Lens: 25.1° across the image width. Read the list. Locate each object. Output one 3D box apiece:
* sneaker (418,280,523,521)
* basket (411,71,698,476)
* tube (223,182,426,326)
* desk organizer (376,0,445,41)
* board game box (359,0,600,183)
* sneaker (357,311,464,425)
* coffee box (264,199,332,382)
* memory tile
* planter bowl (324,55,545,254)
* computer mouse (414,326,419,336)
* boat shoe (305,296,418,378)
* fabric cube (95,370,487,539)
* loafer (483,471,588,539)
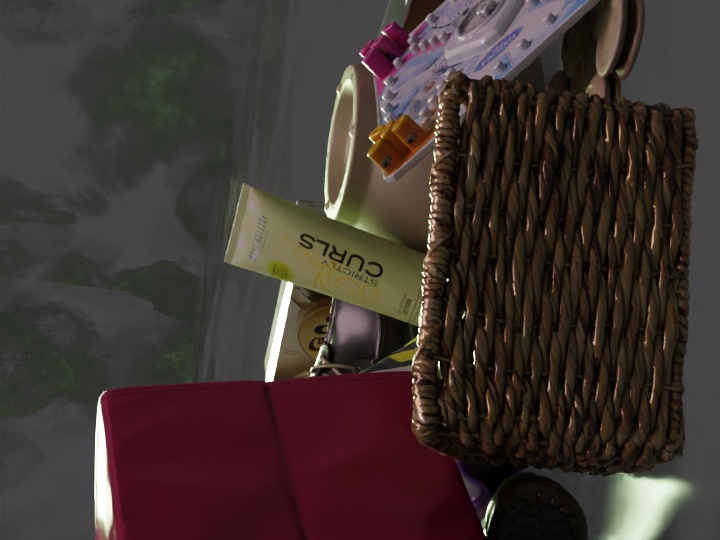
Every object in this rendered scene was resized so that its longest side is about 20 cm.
[{"bbox_3d":[0.085,0.079,1.087,0.088,0.080,0.202,-21,59,63],"label":"sneaker"},{"bbox_3d":[0.090,0.007,0.889,0.143,0.148,0.202,142,133,-75],"label":"basket"},{"bbox_3d":[0.000,0.000,1.171,0.052,0.199,0.058,58,-127,-89],"label":"tube"},{"bbox_3d":[0.065,-0.210,1.354,0.201,0.076,0.072,110,164,-50],"label":"desk organizer"},{"bbox_3d":[0.078,-0.168,1.054,0.200,0.026,0.200,-41,22,18],"label":"board game box"},{"bbox_3d":[0.051,0.074,1.019,0.075,0.199,0.085,63,-173,-9],"label":"sneaker"},{"bbox_3d":[-0.023,0.041,1.580,0.080,0.112,0.201,-99,18,-56],"label":"coffee box"},{"bbox_3d":[0.137,-0.102,1.027,0.154,0.017,0.201,-90,12,-56],"label":"memory tile"},{"bbox_3d":[0.047,-0.089,1.225,0.200,0.134,0.202,-173,90,-80],"label":"planter bowl"},{"bbox_3d":[0.041,0.088,1.271,0.139,0.052,0.201,48,130,28],"label":"computer mouse"},{"bbox_3d":[-0.001,0.092,1.224,0.074,0.073,0.202,8,106,45],"label":"boat shoe"},{"bbox_3d":[-0.042,0.195,0.893,0.200,0.198,0.197,-111,21,-57],"label":"fabric cube"},{"bbox_3d":[0.098,0.204,0.930,0.068,0.075,0.202,-77,-7,-70],"label":"loafer"}]
